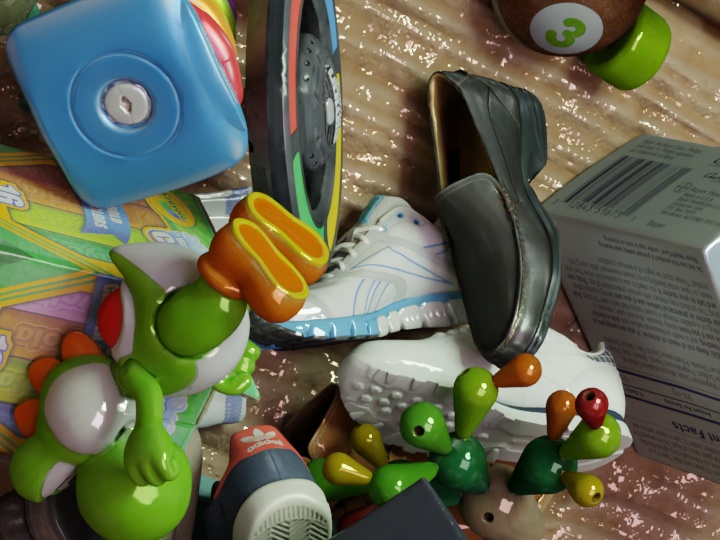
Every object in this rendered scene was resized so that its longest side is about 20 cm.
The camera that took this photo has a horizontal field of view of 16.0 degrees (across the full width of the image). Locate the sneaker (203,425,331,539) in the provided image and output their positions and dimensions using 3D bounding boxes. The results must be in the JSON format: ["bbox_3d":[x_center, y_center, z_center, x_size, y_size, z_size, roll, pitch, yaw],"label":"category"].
[{"bbox_3d":[-0.060,0.172,1.504,0.075,0.085,0.201,-5,134,-22],"label":"sneaker"}]

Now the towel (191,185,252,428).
[{"bbox_3d":[-0.154,0.026,1.500,0.199,0.024,0.148,-4,103,-26],"label":"towel"}]

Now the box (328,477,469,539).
[{"bbox_3d":[0.009,0.234,1.423,0.182,0.104,0.200,-32,151,-1],"label":"box"}]

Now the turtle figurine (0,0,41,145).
[{"bbox_3d":[-0.215,-0.163,1.390,0.149,0.101,0.201,-22,118,-15],"label":"turtle figurine"}]

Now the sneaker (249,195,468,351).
[{"bbox_3d":[0.000,0.000,1.554,0.199,0.075,0.087,-10,93,-43],"label":"sneaker"}]

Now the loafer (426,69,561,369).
[{"bbox_3d":[0.071,-0.032,1.541,0.072,0.073,0.201,23,46,-34],"label":"loafer"}]

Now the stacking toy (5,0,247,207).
[{"bbox_3d":[-0.108,-0.132,1.414,0.109,0.200,0.116,-18,113,17],"label":"stacking toy"}]

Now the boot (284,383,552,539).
[{"bbox_3d":[0.029,0.119,1.597,0.200,0.077,0.155,-45,113,-6],"label":"boot"}]

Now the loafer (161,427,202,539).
[{"bbox_3d":[-0.139,0.175,1.494,0.068,0.075,0.201,-9,106,-47],"label":"loafer"}]

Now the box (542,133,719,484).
[{"bbox_3d":[0.231,0.031,1.620,0.105,0.184,0.201,-34,114,-21],"label":"box"}]

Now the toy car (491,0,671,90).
[{"bbox_3d":[0.173,-0.197,1.535,0.164,0.200,0.158,31,84,-29],"label":"toy car"}]

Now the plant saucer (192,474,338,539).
[{"bbox_3d":[-0.034,0.181,1.548,0.199,0.019,0.070,20,106,-9],"label":"plant saucer"}]

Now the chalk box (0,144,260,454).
[{"bbox_3d":[-0.144,0.026,1.404,0.199,0.125,0.124,13,116,-29],"label":"chalk box"}]

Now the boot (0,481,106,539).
[{"bbox_3d":[-0.192,0.188,1.440,0.200,0.173,0.069,59,32,-28],"label":"boot"}]

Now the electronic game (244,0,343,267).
[{"bbox_3d":[-0.032,-0.095,1.460,0.041,0.200,0.201,-1,102,8],"label":"electronic game"}]

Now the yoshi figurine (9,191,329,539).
[{"bbox_3d":[-0.091,0.064,1.307,0.112,0.112,0.200,25,118,-42],"label":"yoshi figurine"}]

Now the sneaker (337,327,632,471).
[{"bbox_3d":[0.073,0.067,1.562,0.199,0.076,0.081,14,58,-29],"label":"sneaker"}]

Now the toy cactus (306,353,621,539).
[{"bbox_3d":[0.071,0.128,1.506,0.199,0.103,0.165,-21,145,15],"label":"toy cactus"}]
